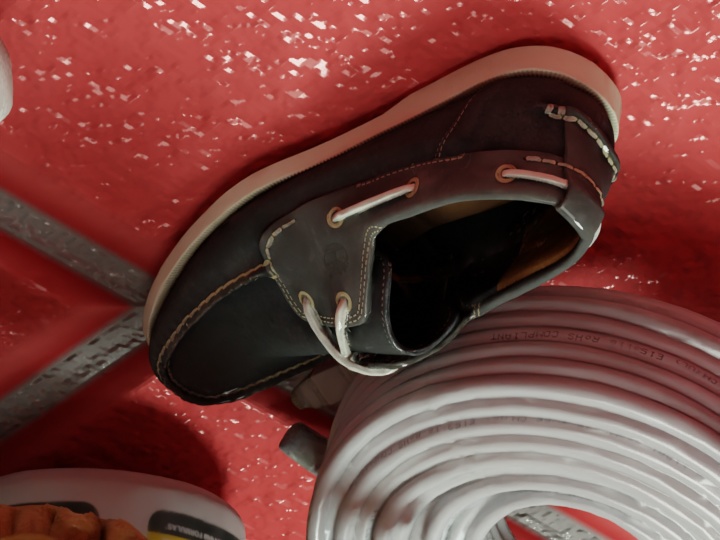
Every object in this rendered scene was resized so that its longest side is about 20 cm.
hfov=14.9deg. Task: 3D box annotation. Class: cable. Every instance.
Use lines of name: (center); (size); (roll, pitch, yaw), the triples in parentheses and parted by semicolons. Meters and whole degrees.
cable: (0.079, 0.093, 0.948); (0.200, 0.069, 0.200); (45, 132, -14)

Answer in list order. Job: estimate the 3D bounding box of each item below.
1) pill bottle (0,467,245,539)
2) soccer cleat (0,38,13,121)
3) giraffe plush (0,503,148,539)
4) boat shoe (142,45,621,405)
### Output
pill bottle: (-0.101, 0.182, 1.001); (0.111, 0.201, 0.111); (2, 156, 1)
soccer cleat: (-0.198, -0.045, 0.842); (0.199, 0.070, 0.086); (-14, 149, 22)
giraffe plush: (-0.080, 0.148, 0.873); (0.162, 0.201, 0.173); (25, 150, -9)
boat shoe: (0.000, 0.000, 0.896); (0.200, 0.068, 0.072); (-30, 135, 34)
